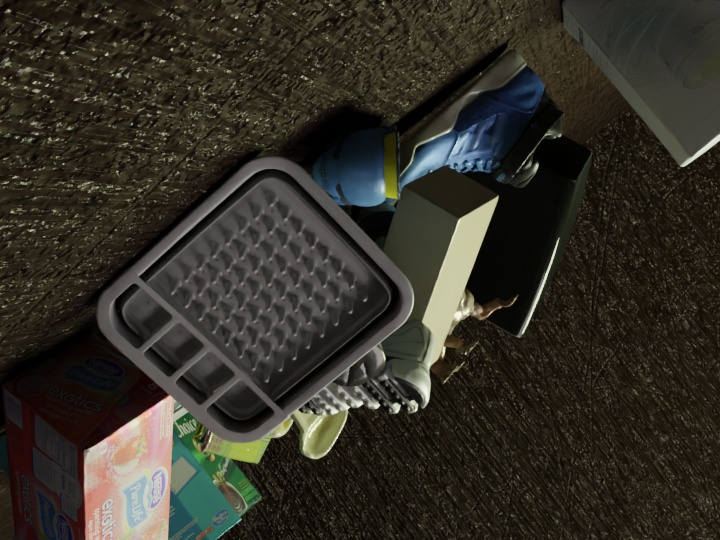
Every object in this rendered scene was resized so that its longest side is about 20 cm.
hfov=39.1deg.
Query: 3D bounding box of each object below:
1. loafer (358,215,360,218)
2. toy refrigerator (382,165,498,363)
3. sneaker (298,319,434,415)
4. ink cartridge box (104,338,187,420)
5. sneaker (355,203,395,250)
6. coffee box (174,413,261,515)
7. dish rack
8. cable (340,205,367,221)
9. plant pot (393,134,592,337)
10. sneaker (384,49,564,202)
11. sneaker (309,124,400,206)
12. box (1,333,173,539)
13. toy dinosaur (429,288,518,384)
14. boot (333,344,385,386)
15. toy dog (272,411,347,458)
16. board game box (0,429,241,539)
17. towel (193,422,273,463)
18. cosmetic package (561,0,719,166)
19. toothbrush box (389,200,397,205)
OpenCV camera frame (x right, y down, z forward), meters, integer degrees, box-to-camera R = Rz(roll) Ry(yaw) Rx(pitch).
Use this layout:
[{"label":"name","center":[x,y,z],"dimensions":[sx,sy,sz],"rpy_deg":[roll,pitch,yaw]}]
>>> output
[{"label":"loafer","center":[-0.029,-0.022,1.135],"dimensions":[0.072,0.063,0.200],"rpy_deg":[-43,173,40]},{"label":"toy refrigerator","center":[0.055,0.006,0.964],"dimensions":[0.076,0.070,0.201],"rpy_deg":[-30,145,-47]},{"label":"sneaker","center":[-0.018,0.087,0.948],"dimensions":[0.199,0.075,0.081],"rpy_deg":[-3,-129,30]},{"label":"ink cartridge box","center":[-0.169,0.077,0.929],"dimensions":[0.200,0.084,0.146],"rpy_deg":[-43,173,40]},{"label":"sneaker","center":[0.000,0.000,1.055],"dimensions":[0.075,0.077,0.200],"rpy_deg":[0,138,-14]},{"label":"coffee box","center":[-0.206,0.211,1.179],"dimensions":[0.044,0.200,0.123],"rpy_deg":[-41,172,7]},{"label":"dish rack","center":[-0.078,0.021,0.766],"dimensions":[0.200,0.172,0.044],"rpy_deg":[-39,-162,16]},{"label":"cable","center":[-0.017,-0.076,1.019],"dimensions":[0.097,0.050,0.200],"rpy_deg":[-61,176,29]},{"label":"plant pot","center":[0.156,-0.078,1.154],"dimensions":[0.178,0.199,0.200],"rpy_deg":[-64,171,27]},{"label":"sneaker","center":[0.111,-0.110,0.991],"dimensions":[0.200,0.111,0.077],"rpy_deg":[-42,-177,-6]},{"label":"sneaker","center":[-0.005,-0.089,0.860],"dimensions":[0.078,0.066,0.200],"rpy_deg":[-3,-174,3]},{"label":"box","center":[-0.224,0.170,0.845],"dimensions":[0.095,0.102,0.201],"rpy_deg":[-32,142,-43]},{"label":"toy dinosaur","center":[0.069,0.039,1.073],"dimensions":[0.200,0.135,0.086],"rpy_deg":[-56,168,31]},{"label":"boot","center":[-0.057,-0.007,0.868],"dimensions":[0.073,0.200,0.151],"rpy_deg":[-37,-149,17]},{"label":"toy dog","center":[-0.106,0.122,1.278],"dimensions":[0.200,0.140,0.194],"rpy_deg":[2,-130,51]},{"label":"board game box","center":[-0.236,0.212,0.992],"dimensions":[0.151,0.200,0.047],"rpy_deg":[-32,172,-43]},{"label":"towel","center":[-0.111,0.106,1.102],"dimensions":[0.144,0.023,0.201],"rpy_deg":[36,69,-62]},{"label":"cosmetic package","center":[0.338,-0.244,0.999],"dimensions":[0.199,0.200,0.123],"rpy_deg":[-40,174,11]},{"label":"toothbrush box","center":[0.053,-0.040,1.394],"dimensions":[0.145,0.086,0.200],"rpy_deg":[-35,175,-25]}]
